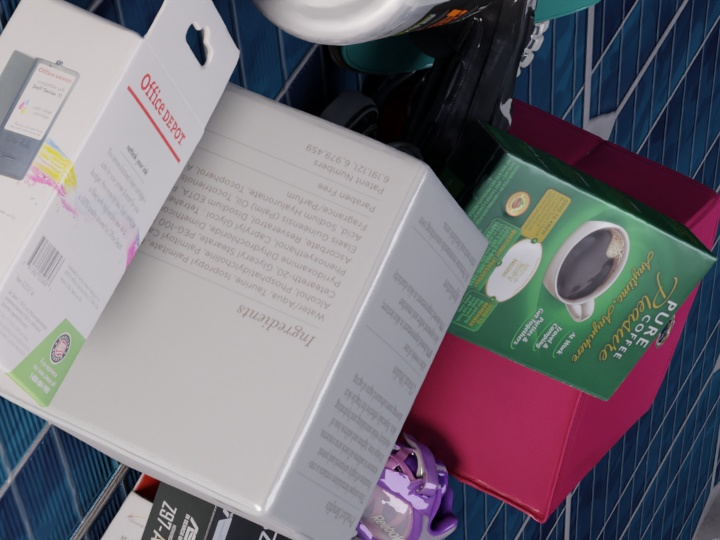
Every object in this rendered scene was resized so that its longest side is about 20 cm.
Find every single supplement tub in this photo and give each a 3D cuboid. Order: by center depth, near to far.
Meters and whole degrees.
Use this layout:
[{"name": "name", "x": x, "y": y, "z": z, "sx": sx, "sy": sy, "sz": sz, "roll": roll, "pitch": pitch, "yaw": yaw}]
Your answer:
[{"name": "supplement tub", "x": 0.019, "y": -0.190, "z": 1.374, "sx": 0.200, "sy": 0.122, "sz": 0.123, "roll": -23, "pitch": 134, "yaw": -64}]

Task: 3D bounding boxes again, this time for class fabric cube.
[{"name": "fabric cube", "x": 0.109, "y": 0.021, "z": 1.779, "sx": 0.199, "sy": 0.200, "sz": 0.196, "roll": -37, "pitch": 148, "yaw": -55}]

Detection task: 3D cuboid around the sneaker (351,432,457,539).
[{"name": "sneaker", "x": 0.009, "y": 0.136, "z": 1.689, "sx": 0.200, "sy": 0.088, "sz": 0.081, "roll": 56, "pitch": 23, "yaw": -54}]

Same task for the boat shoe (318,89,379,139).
[{"name": "boat shoe", "x": -0.026, "y": -0.013, "z": 1.566, "sx": 0.200, "sy": 0.064, "sz": 0.071, "roll": -65, "pitch": 162, "yaw": -3}]

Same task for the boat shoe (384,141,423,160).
[{"name": "boat shoe", "x": -0.033, "y": -0.002, "z": 1.480, "sx": 0.199, "sy": 0.074, "sz": 0.068, "roll": -40, "pitch": 180, "yaw": -25}]

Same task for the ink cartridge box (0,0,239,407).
[{"name": "ink cartridge box", "x": -0.140, "y": -0.050, "z": 1.180, "sx": 0.200, "sy": 0.067, "sz": 0.117, "roll": -61, "pitch": 161, "yaw": -12}]

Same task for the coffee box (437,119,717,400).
[{"name": "coffee box", "x": 0.114, "y": -0.003, "z": 1.554, "sx": 0.200, "sy": 0.044, "sz": 0.123, "roll": 22, "pitch": 109, "yaw": -38}]

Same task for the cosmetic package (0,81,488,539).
[{"name": "cosmetic package", "x": -0.058, "y": 0.023, "z": 1.352, "sx": 0.200, "sy": 0.166, "sz": 0.167, "roll": -65, "pitch": 162, "yaw": -7}]

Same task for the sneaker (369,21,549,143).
[{"name": "sneaker", "x": 0.060, "y": -0.134, "z": 1.636, "sx": 0.200, "sy": 0.081, "sz": 0.075, "roll": -65, "pitch": 160, "yaw": 0}]

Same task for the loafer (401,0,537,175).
[{"name": "loafer", "x": 0.064, "y": -0.141, "z": 1.508, "sx": 0.068, "sy": 0.070, "sz": 0.201, "roll": -91, "pitch": -169, "yaw": -64}]

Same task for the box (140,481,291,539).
[{"name": "box", "x": -0.076, "y": 0.176, "z": 1.526, "sx": 0.160, "sy": 0.044, "sz": 0.200, "roll": -1, "pitch": 113, "yaw": -59}]

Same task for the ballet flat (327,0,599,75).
[{"name": "ballet flat", "x": 0.060, "y": -0.172, "z": 1.577, "sx": 0.200, "sy": 0.067, "sz": 0.068, "roll": -15, "pitch": 133, "yaw": -23}]

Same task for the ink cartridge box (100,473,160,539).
[{"name": "ink cartridge box", "x": -0.113, "y": 0.185, "z": 1.607, "sx": 0.174, "sy": 0.044, "sz": 0.200, "roll": -58, "pitch": 161, "yaw": -19}]
